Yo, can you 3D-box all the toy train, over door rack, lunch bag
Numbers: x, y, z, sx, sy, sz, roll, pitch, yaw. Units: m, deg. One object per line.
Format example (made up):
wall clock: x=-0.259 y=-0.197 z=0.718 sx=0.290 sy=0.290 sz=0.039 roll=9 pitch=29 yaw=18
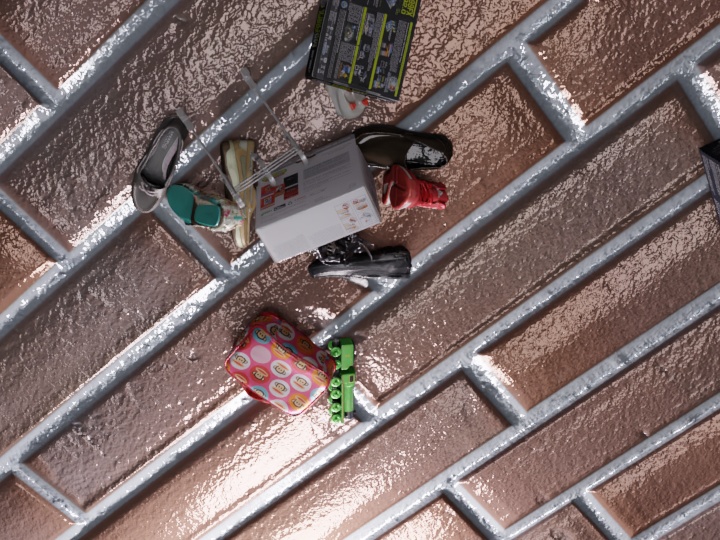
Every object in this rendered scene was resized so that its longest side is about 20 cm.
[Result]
toy train: x=-0.037 y=0.228 z=1.658 sx=0.056 sy=0.042 sz=0.202 roll=-5 pitch=115 yaw=-11
over door rack: x=-0.199 y=-0.226 z=1.390 sx=0.147 sy=0.067 sz=0.201 roll=-34 pitch=83 yaw=-5
lunch bag: x=-0.165 y=0.197 z=1.601 sx=0.199 sy=0.082 sz=0.176 roll=38 pitch=119 yaw=-9

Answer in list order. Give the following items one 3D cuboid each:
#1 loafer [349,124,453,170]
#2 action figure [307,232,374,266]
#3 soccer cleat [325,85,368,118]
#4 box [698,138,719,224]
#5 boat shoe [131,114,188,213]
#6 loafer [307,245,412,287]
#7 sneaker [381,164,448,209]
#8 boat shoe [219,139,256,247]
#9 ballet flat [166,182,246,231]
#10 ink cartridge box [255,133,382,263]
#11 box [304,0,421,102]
loafer: x=0.070 y=-0.215 z=1.435 sx=0.198 sy=0.071 sz=0.074 roll=0 pitch=115 yaw=-2
action figure: x=-0.073 y=-0.068 z=1.476 sx=0.198 sy=0.119 sz=0.103 roll=5 pitch=132 yaw=4
soccer cleat: x=-0.038 y=-0.359 z=1.373 sx=0.069 sy=0.077 sz=0.202 roll=-17 pitch=104 yaw=-33
box: x=0.711 y=-0.126 z=1.434 sx=0.103 sy=0.182 sz=0.201 roll=-23 pitch=114 yaw=9
boat shoe: x=-0.366 y=-0.186 z=1.445 sx=0.066 sy=0.057 sz=0.201 roll=25 pitch=112 yaw=-13
loafer: x=0.000 y=0.000 z=1.535 sx=0.198 sy=0.068 sz=0.071 roll=-6 pitch=107 yaw=-3
sneaker: x=0.107 y=-0.144 z=1.410 sx=0.114 sy=0.200 sz=0.079 roll=2 pitch=100 yaw=-9
boat shoe: x=-0.208 y=-0.138 z=1.470 sx=0.075 sy=0.072 sz=0.202 roll=-9 pitch=117 yaw=-15
ballet flat: x=-0.274 y=-0.108 z=1.438 sx=0.064 sy=0.199 sz=0.076 roll=2 pitch=107 yaw=-43
ink cartridge box: x=-0.075 y=-0.127 z=1.389 sx=0.198 sy=0.176 sz=0.084 roll=-20 pitch=129 yaw=10
box: x=0.007 y=-0.392 z=1.314 sx=0.159 sy=0.044 sz=0.202 roll=10 pitch=96 yaw=-23
